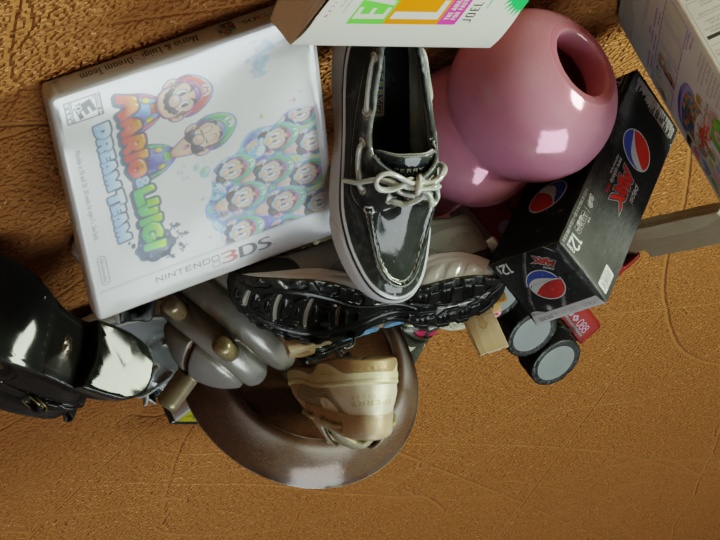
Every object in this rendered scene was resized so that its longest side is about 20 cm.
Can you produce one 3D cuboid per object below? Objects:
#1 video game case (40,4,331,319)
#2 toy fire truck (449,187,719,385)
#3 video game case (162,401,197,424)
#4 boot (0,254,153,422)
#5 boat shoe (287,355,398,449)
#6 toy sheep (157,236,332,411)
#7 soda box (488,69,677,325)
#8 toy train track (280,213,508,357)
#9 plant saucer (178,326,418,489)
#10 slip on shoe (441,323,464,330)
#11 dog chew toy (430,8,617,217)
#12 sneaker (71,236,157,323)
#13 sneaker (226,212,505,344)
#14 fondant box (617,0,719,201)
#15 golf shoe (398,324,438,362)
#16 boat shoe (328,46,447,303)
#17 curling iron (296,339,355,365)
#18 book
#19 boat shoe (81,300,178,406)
[{"bbox_3d":[-0.108,-0.072,1.501,0.181,0.024,0.200,-20,136,-14],"label":"video game case"},{"bbox_3d":[0.174,-0.022,1.769,0.200,0.129,0.176,-41,139,2],"label":"toy fire truck"},{"bbox_3d":[-0.054,0.084,2.042,0.181,0.026,0.200,-37,158,27],"label":"video game case"},{"bbox_3d":[-0.262,0.060,1.651,0.200,0.069,0.174,32,154,-26],"label":"boot"},{"bbox_3d":[-0.011,0.099,1.652,0.072,0.065,0.200,-3,175,-11],"label":"boat shoe"},{"bbox_3d":[-0.088,0.021,1.689,0.200,0.138,0.138,-48,160,-3],"label":"toy sheep"},{"bbox_3d":[0.165,-0.055,1.651,0.071,0.063,0.200,-20,-150,40],"label":"soda box"},{"bbox_3d":[0.035,0.027,1.663,0.199,0.115,0.033,-17,158,-16],"label":"toy train track"},{"bbox_3d":[-0.044,0.074,1.778,0.200,0.201,0.032,-14,155,-28],"label":"plant saucer"},{"bbox_3d":[0.100,-0.036,1.891,0.074,0.061,0.200,0,136,-25],"label":"slip on shoe"},{"bbox_3d":[0.089,-0.103,1.632,0.124,0.125,0.200,-3,157,-47],"label":"dog chew toy"},{"bbox_3d":[-0.129,-0.036,1.587,0.074,0.080,0.200,-5,149,-39],"label":"sneaker"},{"bbox_3d":[0.000,0.000,1.620,0.199,0.080,0.074,-5,146,-16],"label":"sneaker"},{"bbox_3d":[0.255,-0.142,1.604,0.058,0.201,0.144,-23,160,-6],"label":"fondant box"},{"bbox_3d":[-0.004,0.059,1.915,0.200,0.077,0.088,13,106,-56],"label":"golf shoe"},{"bbox_3d":[0.025,-0.070,1.523,0.073,0.200,0.068,-6,-164,-27],"label":"boat shoe"},{"bbox_3d":[-0.001,0.016,1.796,0.026,0.050,0.200,-44,-171,43],"label":"curling iron"},{"bbox_3d":[0.048,-0.198,1.421,0.200,0.048,0.134,-7,141,-48],"label":"book"},{"bbox_3d":[-0.161,0.069,1.812,0.200,0.072,0.070,-2,149,-47],"label":"boat shoe"}]
